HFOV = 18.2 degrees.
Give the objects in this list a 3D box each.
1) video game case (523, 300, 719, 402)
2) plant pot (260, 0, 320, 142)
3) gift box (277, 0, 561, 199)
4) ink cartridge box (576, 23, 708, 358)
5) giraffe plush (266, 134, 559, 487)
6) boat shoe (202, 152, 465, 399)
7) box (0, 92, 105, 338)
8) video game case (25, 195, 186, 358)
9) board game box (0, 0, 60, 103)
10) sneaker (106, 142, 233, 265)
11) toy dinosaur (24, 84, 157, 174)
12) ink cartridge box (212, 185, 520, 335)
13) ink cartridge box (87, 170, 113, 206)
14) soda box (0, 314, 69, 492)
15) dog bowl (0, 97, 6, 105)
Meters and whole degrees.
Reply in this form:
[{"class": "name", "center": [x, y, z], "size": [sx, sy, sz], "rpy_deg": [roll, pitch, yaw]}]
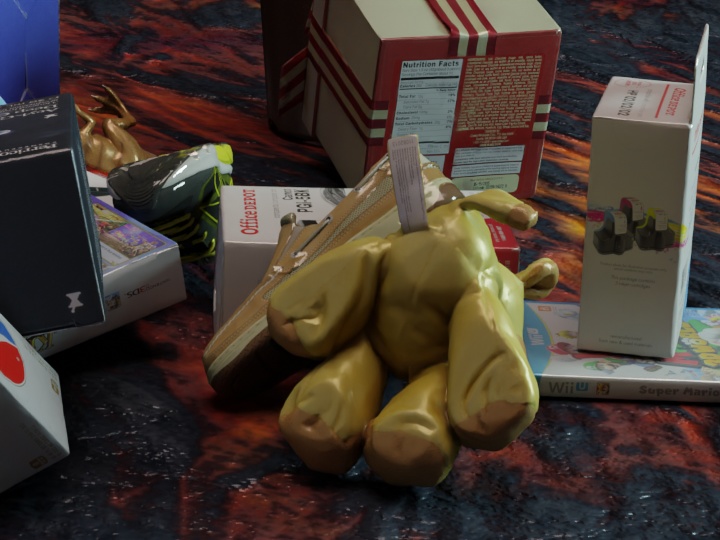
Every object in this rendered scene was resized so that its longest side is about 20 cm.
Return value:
[{"class": "video game case", "center": [0.202, 0.054, 1.506], "size": [0.198, 0.018, 0.143], "rpy_deg": [2, 19, -1]}, {"class": "plant pot", "center": [-0.009, -0.226, 2.018], "size": [0.199, 0.200, 0.200], "rpy_deg": [3, 17, -1]}, {"class": "gift box", "center": [0.043, -0.156, 1.861], "size": [0.183, 0.201, 0.187], "rpy_deg": [-1, 34, -21]}, {"class": "ink cartridge box", "center": [0.188, -0.057, 1.489], "size": [0.067, 0.202, 0.115], "rpy_deg": [6, 18, 11]}, {"class": "giraffe plush", "center": [0.047, 0.036, 1.360], "size": [0.171, 0.202, 0.162], "rpy_deg": [6, -10, 19]}, {"class": "boat shoe", "center": [-0.028, -0.003, 1.425], "size": [0.200, 0.072, 0.076], "rpy_deg": [-38, 68, -9]}, {"class": "box", "center": [-0.235, -0.028, 1.350], "size": [0.147, 0.108, 0.200], "rpy_deg": [-10, 15, -5]}, {"class": "video game case", "center": [-0.242, 0.004, 1.498], "size": [0.180, 0.046, 0.200], "rpy_deg": [-24, 30, -27]}, {"class": "board game box", "center": [-0.369, -0.203, 1.964], "size": [0.199, 0.161, 0.097], "rpy_deg": [11, 20, 26]}, {"class": "sneaker", "center": [-0.121, -0.044, 1.604], "size": [0.074, 0.085, 0.200], "rpy_deg": [-14, 4, 13]}, {"class": "toy dinosaur", "center": [-0.188, -0.091, 1.816], "size": [0.199, 0.061, 0.106], "rpy_deg": [16, 30, -21]}, {"class": "ink cartridge box", "center": [0.000, 0.000, 1.530], "size": [0.198, 0.084, 0.147], "rpy_deg": [1, 17, -5]}, {"class": "ink cartridge box", "center": [-0.217, -0.059, 1.744], "size": [0.173, 0.044, 0.199], "rpy_deg": [-15, 26, -39]}, {"class": "soda box", "center": [-0.238, 0.036, 1.209], "size": [0.063, 0.200, 0.068], "rpy_deg": [-29, 41, 10]}, {"class": "dog bowl", "center": [-0.306, -0.068, 1.574], "size": [0.111, 0.050, 0.200], "rpy_deg": [-22, -7, -41]}]
